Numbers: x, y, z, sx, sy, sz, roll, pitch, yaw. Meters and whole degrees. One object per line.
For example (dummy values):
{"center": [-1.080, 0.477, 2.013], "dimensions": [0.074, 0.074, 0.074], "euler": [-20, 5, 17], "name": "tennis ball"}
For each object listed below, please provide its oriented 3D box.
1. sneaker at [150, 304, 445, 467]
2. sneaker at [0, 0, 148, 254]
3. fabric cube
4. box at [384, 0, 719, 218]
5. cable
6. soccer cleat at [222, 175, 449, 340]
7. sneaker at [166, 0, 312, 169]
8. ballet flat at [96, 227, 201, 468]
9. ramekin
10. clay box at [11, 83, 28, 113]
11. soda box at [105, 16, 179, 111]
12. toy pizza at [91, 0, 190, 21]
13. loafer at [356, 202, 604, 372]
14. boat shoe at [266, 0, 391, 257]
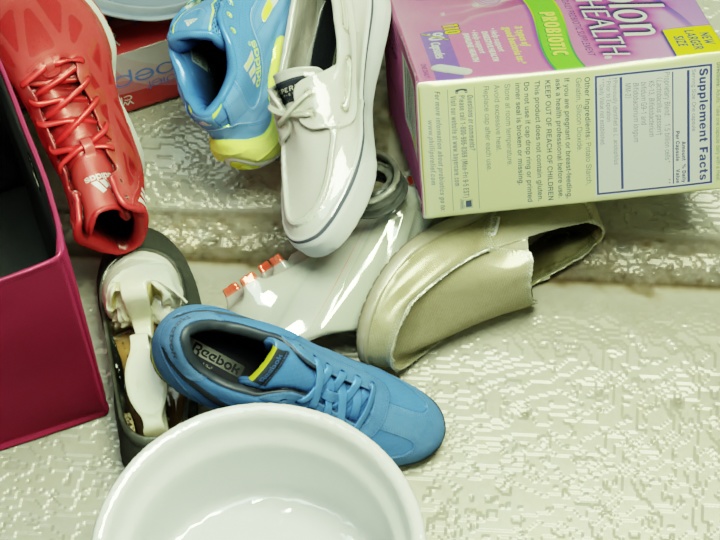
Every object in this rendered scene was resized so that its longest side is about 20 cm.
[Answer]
{"center": [-0.035, 0.076, 1.601], "dimensions": [0.200, 0.078, 0.066], "euler": [22, 80, -14], "name": "sneaker"}
{"center": [-0.176, -0.096, 1.645], "dimensions": [0.078, 0.200, 0.116], "euler": [-26, 39, 1], "name": "sneaker"}
{"center": [-0.287, -0.003, 1.629], "dimensions": [0.200, 0.199, 0.196], "euler": [-19, 59, -7], "name": "fabric cube"}
{"center": [0.124, -0.123, 1.681], "dimensions": [0.200, 0.097, 0.176], "euler": [-5, 28, -4], "name": "box"}
{"center": [-0.035, -0.091, 1.715], "dimensions": [0.097, 0.050, 0.200], "euler": [-23, 32, -3], "name": "cable"}
{"center": [0.000, 0.000, 1.692], "dimensions": [0.200, 0.069, 0.078], "euler": [-33, 92, -23], "name": "soccer cleat"}
{"center": [-0.076, -0.172, 1.691], "dimensions": [0.076, 0.105, 0.200], "euler": [-4, 73, 22], "name": "sneaker"}
{"center": [-0.134, 0.043, 1.666], "dimensions": [0.068, 0.068, 0.200], "euler": [-12, 59, -1], "name": "ballet flat"}
{"center": [-0.058, 0.190, 1.556], "dimensions": [0.200, 0.098, 0.201], "euler": [-2, 59, 3], "name": "ramekin"}
{"center": [-0.282, -0.143, 1.724], "dimensions": [0.200, 0.048, 0.115], "euler": [-23, 60, -3], "name": "clay box"}
{"center": [-0.139, -0.163, 1.788], "dimensions": [0.200, 0.070, 0.063], "euler": [-19, 59, -8], "name": "soda box"}
{"center": [-0.185, -0.238, 1.740], "dimensions": [0.200, 0.032, 0.200], "euler": [21, 43, -20], "name": "toy pizza"}
{"center": [0.081, 0.000, 1.673], "dimensions": [0.200, 0.076, 0.068], "euler": [-40, 59, -19], "name": "loafer"}
{"center": [-0.027, -0.109, 1.650], "dimensions": [0.072, 0.066, 0.200], "euler": [-7, 64, 43], "name": "boat shoe"}
